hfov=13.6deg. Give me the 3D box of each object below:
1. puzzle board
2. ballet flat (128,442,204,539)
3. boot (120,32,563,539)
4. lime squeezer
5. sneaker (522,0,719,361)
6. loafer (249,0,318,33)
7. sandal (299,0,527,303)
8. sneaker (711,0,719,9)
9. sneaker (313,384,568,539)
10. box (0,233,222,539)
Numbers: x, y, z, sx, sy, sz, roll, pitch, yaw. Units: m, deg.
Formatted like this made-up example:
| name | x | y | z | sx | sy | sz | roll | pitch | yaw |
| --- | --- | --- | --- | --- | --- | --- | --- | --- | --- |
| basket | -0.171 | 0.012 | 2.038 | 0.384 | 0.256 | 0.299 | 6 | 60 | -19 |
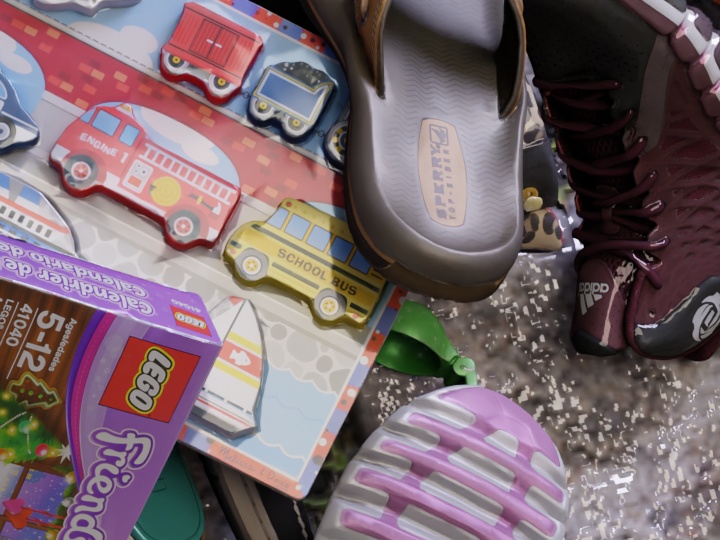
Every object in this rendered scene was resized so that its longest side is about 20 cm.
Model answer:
| name | x | y | z | sx | sy | sz | roll | pitch | yaw |
| --- | --- | --- | --- | --- | --- | --- | --- | --- | --- |
| puzzle board | -0.075 | -0.031 | 1.040 | 0.199 | 0.017 | 0.151 | 27 | 74 | 2 |
| ballet flat | -0.112 | 0.024 | 1.084 | 0.068 | 0.063 | 0.201 | -1 | 69 | -42 |
| boot | 0.000 | 0.000 | 1.089 | 0.150 | 0.073 | 0.201 | -14 | 83 | -8 |
| lime squeezer | 0.018 | 0.055 | 1.125 | 0.070 | 0.038 | 0.200 | -33 | 79 | -38 |
| sneaker | 0.099 | -0.030 | 1.134 | 0.200 | 0.075 | 0.116 | 42 | 72 | -39 |
| loafer | -0.013 | -0.140 | 1.163 | 0.072 | 0.073 | 0.201 | -27 | 89 | -30 |
| sandal | 0.021 | -0.083 | 1.032 | 0.081 | 0.055 | 0.201 | 8 | 53 | -16 |
| sneaker | 0.099 | -0.142 | 1.206 | 0.112 | 0.078 | 0.200 | -34 | 76 | -20 |
| sneaker | 0.002 | 0.131 | 1.052 | 0.080 | 0.088 | 0.201 | 31 | 65 | -4 |
| box | -0.148 | 0.080 | 0.990 | 0.136 | 0.039 | 0.201 | 17 | 111 | -25 |
